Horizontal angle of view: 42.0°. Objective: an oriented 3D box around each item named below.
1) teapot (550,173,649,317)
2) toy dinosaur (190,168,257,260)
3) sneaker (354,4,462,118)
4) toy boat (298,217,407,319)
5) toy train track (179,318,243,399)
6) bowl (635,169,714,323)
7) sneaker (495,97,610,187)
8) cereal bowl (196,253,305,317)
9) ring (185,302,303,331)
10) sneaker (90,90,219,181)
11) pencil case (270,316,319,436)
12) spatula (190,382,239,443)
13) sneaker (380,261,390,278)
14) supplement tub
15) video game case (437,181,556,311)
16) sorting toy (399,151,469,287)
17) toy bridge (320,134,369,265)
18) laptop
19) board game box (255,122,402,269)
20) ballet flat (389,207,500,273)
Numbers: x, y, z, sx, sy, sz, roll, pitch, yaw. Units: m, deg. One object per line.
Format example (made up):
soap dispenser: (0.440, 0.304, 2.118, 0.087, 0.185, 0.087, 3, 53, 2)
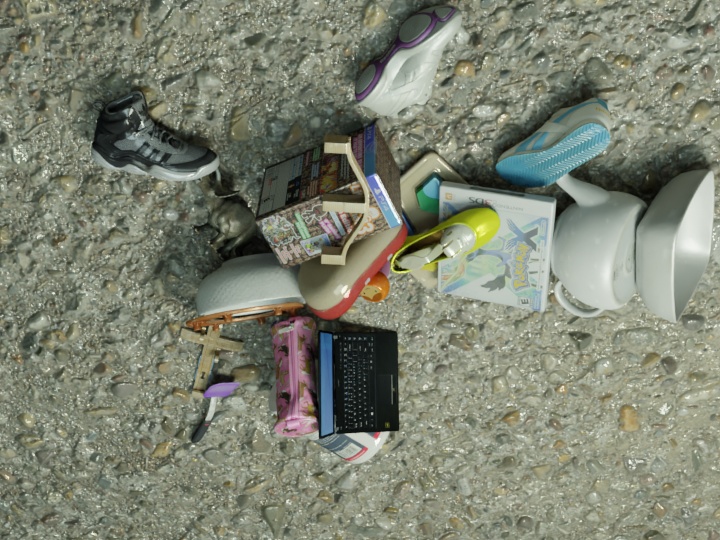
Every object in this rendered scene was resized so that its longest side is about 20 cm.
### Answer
teapot: (0.365, -0.036, 1.491, 0.145, 0.201, 0.197, 15, 174, 34)
toy dinosaur: (-0.205, -0.071, 1.513, 0.102, 0.077, 0.200, -45, 134, -8)
sneaker: (0.083, -0.302, 1.362, 0.099, 0.075, 0.200, 27, 127, -33)
toy boat: (0.000, 0.000, 1.466, 0.200, 0.130, 0.131, -47, 124, -16)
toy train track: (-0.281, 0.167, 1.711, 0.114, 0.033, 0.201, 14, 125, -9)
bowl: (0.490, -0.044, 1.472, 0.074, 0.200, 0.201, 14, 135, 31)
sneaker: (0.295, -0.192, 1.428, 0.199, 0.081, 0.076, -23, 126, 40)
cereal bowl: (-0.175, 0.022, 1.536, 0.199, 0.200, 0.084, -12, 83, 9)
ring: (-0.193, 0.080, 1.570, 0.199, 0.200, 0.019, -11, 84, 8)
sneaker: (-0.313, -0.205, 1.419, 0.199, 0.076, 0.114, 8, 127, 0)
pencil case: (-0.109, 0.178, 1.566, 0.083, 0.201, 0.086, -27, 145, 36)
spatula: (-0.288, 0.271, 1.785, 0.056, 0.021, 0.200, 2, 134, -33)
sneaker: (-0.054, -0.015, 1.558, 0.199, 0.081, 0.089, 24, 141, -12)
supplement tub: (-0.052, 0.248, 1.700, 0.200, 0.141, 0.140, 34, 119, -21)
video game case: (0.212, -0.037, 1.489, 0.181, 0.022, 0.201, 11, 125, 19)
sorting toy: (0.116, -0.074, 1.533, 0.200, 0.037, 0.185, 38, 117, -23)
toy bridge: (-0.021, -0.094, 1.329, 0.067, 0.027, 0.201, 2, 121, -1)
laptop: (-0.001, 0.191, 1.594, 0.199, 0.103, 0.178, 2, 84, -26)
board game box: (-0.046, -0.115, 1.431, 0.199, 0.160, 0.097, -20, 123, 15)
ballet flat: (0.128, -0.038, 1.471, 0.199, 0.067, 0.067, -20, 110, 33)
